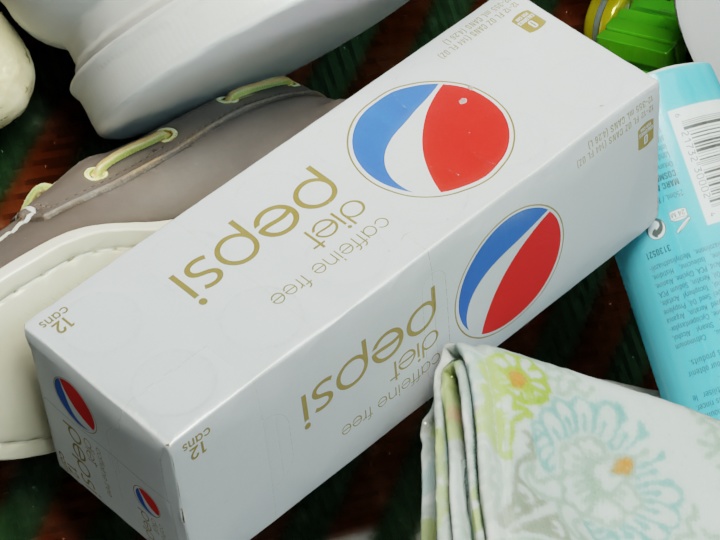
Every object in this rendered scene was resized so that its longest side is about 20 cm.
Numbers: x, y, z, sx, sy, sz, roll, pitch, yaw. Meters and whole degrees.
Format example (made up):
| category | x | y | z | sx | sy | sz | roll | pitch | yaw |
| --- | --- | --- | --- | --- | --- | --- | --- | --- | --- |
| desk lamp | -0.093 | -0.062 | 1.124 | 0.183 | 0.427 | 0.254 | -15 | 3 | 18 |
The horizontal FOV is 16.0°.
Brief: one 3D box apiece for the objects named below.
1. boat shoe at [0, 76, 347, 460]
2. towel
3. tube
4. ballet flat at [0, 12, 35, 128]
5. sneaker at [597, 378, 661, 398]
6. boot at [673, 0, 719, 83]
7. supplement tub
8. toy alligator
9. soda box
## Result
| category | x | y | z | sx | sy | sz | roll | pitch | yaw |
| --- | --- | --- | --- | --- | --- | --- | --- | --- | --- |
| boat shoe | -0.071 | -0.005 | 0.796 | 0.200 | 0.059 | 0.072 | -29 | 133 | -32 |
| towel | 0.107 | 0.111 | 0.724 | 0.199 | 0.048 | 0.172 | 20 | 41 | -15 |
| tube | 0.125 | 0.033 | 0.831 | 0.077 | 0.050 | 0.201 | -18 | 80 | -9 |
| ballet flat | -0.185 | -0.093 | 0.760 | 0.199 | 0.057 | 0.067 | 26 | 61 | -21 |
| sneaker | 0.121 | 0.071 | 0.873 | 0.199 | 0.080 | 0.077 | 12 | 69 | -26 |
| boot | 0.188 | -0.065 | 0.923 | 0.200 | 0.074 | 0.096 | 41 | 19 | -14 |
| supplement tub | -0.071 | -0.158 | 0.802 | 0.140 | 0.140 | 0.201 | -25 | 86 | -35 |
| toy alligator | 0.089 | -0.046 | 0.915 | 0.200 | 0.059 | 0.054 | -49 | 141 | -34 |
| soda box | 0.000 | 0.000 | 0.769 | 0.200 | 0.064 | 0.068 | -37 | 53 | -25 |
